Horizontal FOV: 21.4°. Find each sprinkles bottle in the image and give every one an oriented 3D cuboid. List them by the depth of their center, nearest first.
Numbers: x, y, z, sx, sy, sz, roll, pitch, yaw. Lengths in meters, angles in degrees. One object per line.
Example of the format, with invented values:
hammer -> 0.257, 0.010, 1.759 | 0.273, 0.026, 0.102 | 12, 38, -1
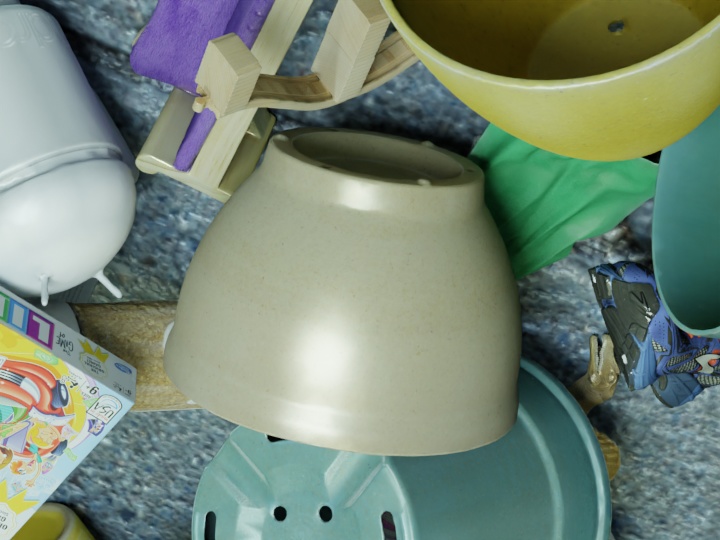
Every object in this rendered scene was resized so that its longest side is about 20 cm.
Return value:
sprinkles bottle -> -0.116, 0.051, 1.163 | 0.199, 0.069, 0.068 | -1, 143, -31

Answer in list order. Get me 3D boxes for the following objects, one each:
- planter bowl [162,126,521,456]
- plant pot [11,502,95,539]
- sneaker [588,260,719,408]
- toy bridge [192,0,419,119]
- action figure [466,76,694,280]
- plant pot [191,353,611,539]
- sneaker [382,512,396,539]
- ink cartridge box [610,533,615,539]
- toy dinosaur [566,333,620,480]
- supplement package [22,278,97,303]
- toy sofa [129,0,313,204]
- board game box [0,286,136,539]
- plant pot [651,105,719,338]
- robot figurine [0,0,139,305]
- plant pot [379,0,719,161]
planter bowl -> 0.000, 0.000, 1.040 | 0.199, 0.200, 0.136 | 12, 107, 6
plant pot -> -0.232, 0.285, 1.417 | 0.199, 0.201, 0.190 | -12, 111, 26
sneaker -> 0.184, 0.026, 1.082 | 0.078, 0.076, 0.200 | -25, 165, 15
toy bridge -> -0.006, -0.115, 0.983 | 0.027, 0.199, 0.067 | 52, 145, 19
action figure -> 0.087, -0.038, 1.105 | 0.118, 0.055, 0.200 | 31, 140, -14
plant pot -> 0.015, 0.145, 1.110 | 0.199, 0.196, 0.202 | 1, 92, 32
sneaker -> 0.005, 0.155, 1.296 | 0.199, 0.081, 0.089 | -6, 98, 37
ink cartridge box -> 0.082, 0.254, 1.326 | 0.159, 0.048, 0.200 | -16, 156, -24
toy dinosaur -> 0.117, 0.124, 1.239 | 0.100, 0.058, 0.201 | 12, 133, 5
supplement package -> -0.278, -0.017, 1.193 | 0.116, 0.118, 0.200 | -19, 123, 29
toy sofa -> -0.068, -0.139, 1.042 | 0.097, 0.083, 0.200 | 25, 133, -7
board game box -> -0.242, 0.058, 1.046 | 0.199, 0.034, 0.135 | 33, 115, -23
plant pot -> 0.261, -0.048, 0.953 | 0.160, 0.202, 0.201 | 13, 135, -14
robot figurine -> -0.200, -0.070, 1.087 | 0.113, 0.169, 0.201 | -37, 75, 39
plant pot -> 0.118, -0.133, 0.934 | 0.198, 0.201, 0.142 | -1, 151, 18
